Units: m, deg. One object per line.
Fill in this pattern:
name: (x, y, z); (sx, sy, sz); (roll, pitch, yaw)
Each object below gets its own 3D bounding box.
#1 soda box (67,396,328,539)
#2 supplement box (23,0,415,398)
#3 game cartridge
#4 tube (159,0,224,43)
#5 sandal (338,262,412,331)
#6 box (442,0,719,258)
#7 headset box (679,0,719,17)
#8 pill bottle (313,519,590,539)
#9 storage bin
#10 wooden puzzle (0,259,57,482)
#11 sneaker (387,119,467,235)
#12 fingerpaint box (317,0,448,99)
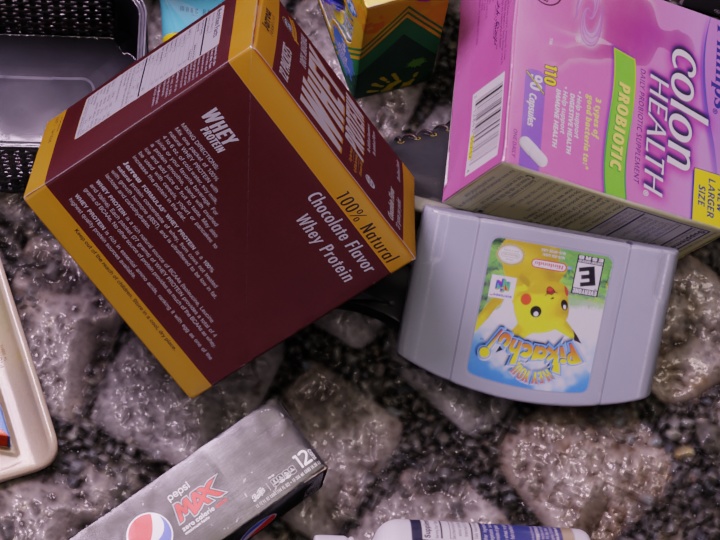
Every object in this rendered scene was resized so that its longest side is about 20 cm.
soda box: (-0.123, 0.180, 1.670); (0.199, 0.063, 0.071); (-34, 75, -16)
supplement box: (-0.095, -0.058, 1.638); (0.199, 0.133, 0.198); (-32, 113, 16)
game cartridge: (0.132, 0.032, 1.726); (0.198, 0.040, 0.134); (9, 102, -7)
tube: (-0.125, -0.134, 1.797); (0.077, 0.050, 0.201); (6, 64, -10)
sandal: (0.001, 0.000, 1.755); (0.199, 0.043, 0.077); (18, 70, 2)
box: (0.176, -0.119, 1.748); (0.199, 0.097, 0.177); (16, 66, -23)
headset box: (0.354, -0.276, 1.865); (0.148, 0.077, 0.201); (17, 71, 3)
pill bottle: (0.063, 0.235, 1.639); (0.198, 0.111, 0.112); (3, 70, -3)
storage bin: (-0.263, -0.140, 1.760); (0.198, 0.094, 0.136); (2, 70, -5)
wooden puzzle: (-0.342, 0.082, 1.698); (0.199, 0.046, 0.186); (-17, 73, -10)
sneaker: (0.040, -0.085, 1.780); (0.199, 0.075, 0.107); (19, 65, -7)
fingerpaint box: (-0.001, -0.261, 1.785); (0.073, 0.167, 0.201); (-16, 73, -10)
